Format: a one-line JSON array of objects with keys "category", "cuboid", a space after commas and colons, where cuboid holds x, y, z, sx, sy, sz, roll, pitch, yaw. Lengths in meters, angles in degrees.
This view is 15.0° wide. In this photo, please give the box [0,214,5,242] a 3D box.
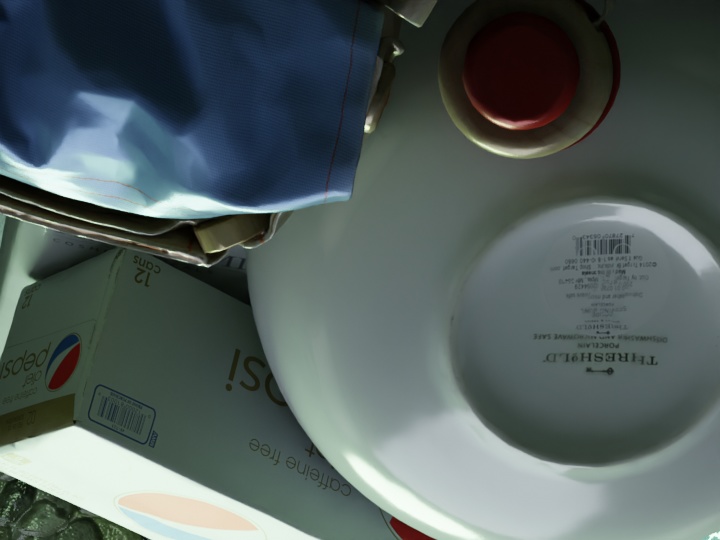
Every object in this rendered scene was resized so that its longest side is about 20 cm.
[{"category": "box", "cuboid": [-0.085, -0.035, 1.224, 0.157, 0.051, 0.200, -9, 165, 10]}]

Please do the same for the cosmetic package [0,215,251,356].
[{"category": "cosmetic package", "cuboid": [-0.018, -0.023, 0.943, 0.199, 0.123, 0.200, 11, 157, -8]}]

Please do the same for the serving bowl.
[{"category": "serving bowl", "cuboid": [0.065, 0.005, 0.803, 0.200, 0.200, 0.066, 11, -159, -6]}]

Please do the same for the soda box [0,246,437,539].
[{"category": "soda box", "cuboid": [-0.021, 0.066, 0.889, 0.200, 0.064, 0.068, 29, 152, -28]}]

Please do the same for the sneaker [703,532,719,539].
[{"category": "sneaker", "cuboid": [0.167, 0.088, 1.100, 0.074, 0.082, 0.200, -23, 165, -9]}]

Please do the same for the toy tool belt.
[{"category": "toy tool belt", "cuboid": [-0.036, -0.060, 0.704, 0.200, 0.125, 0.123, 10, -172, 8]}]
